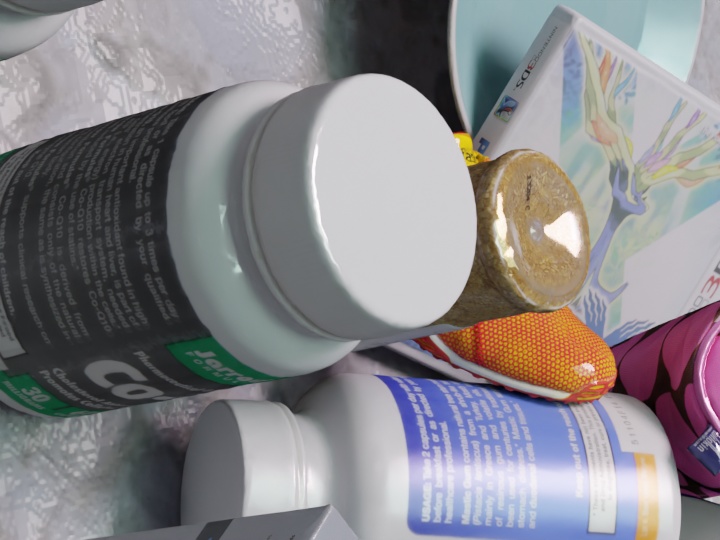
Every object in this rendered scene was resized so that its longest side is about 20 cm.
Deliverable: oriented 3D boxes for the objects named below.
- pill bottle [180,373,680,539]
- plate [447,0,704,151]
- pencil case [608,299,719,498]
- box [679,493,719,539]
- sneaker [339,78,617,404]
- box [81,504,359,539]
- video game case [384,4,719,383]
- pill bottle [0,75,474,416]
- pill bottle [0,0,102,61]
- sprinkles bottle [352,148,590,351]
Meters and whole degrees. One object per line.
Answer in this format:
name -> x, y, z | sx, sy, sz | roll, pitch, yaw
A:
pill bottle -> 0.028, 0.102, 1.148 | 0.200, 0.112, 0.112 | 6, 74, -22
plate -> 0.103, -0.130, 1.301 | 0.200, 0.026, 0.201 | -16, 113, -45
pencil case -> 0.161, 0.067, 1.233 | 0.091, 0.200, 0.094 | -31, 90, -14
box -> 0.182, 0.219, 1.249 | 0.184, 0.105, 0.200 | -69, 157, -10
sneaker -> 0.040, -0.015, 1.177 | 0.200, 0.077, 0.073 | 42, 29, 25
box -> -0.106, 0.160, 0.944 | 0.041, 0.200, 0.156 | 55, 45, -24
video game case -> 0.116, -0.013, 1.307 | 0.200, 0.022, 0.182 | 26, 97, -42
pill bottle -> -0.061, -0.010, 1.028 | 0.113, 0.200, 0.113 | 15, 69, -46
pill bottle -> -0.168, -0.122, 0.946 | 0.113, 0.200, 0.113 | 15, 70, -46
sprinkles bottle -> 0.000, 0.000, 1.108 | 0.068, 0.200, 0.068 | 16, 68, -46
